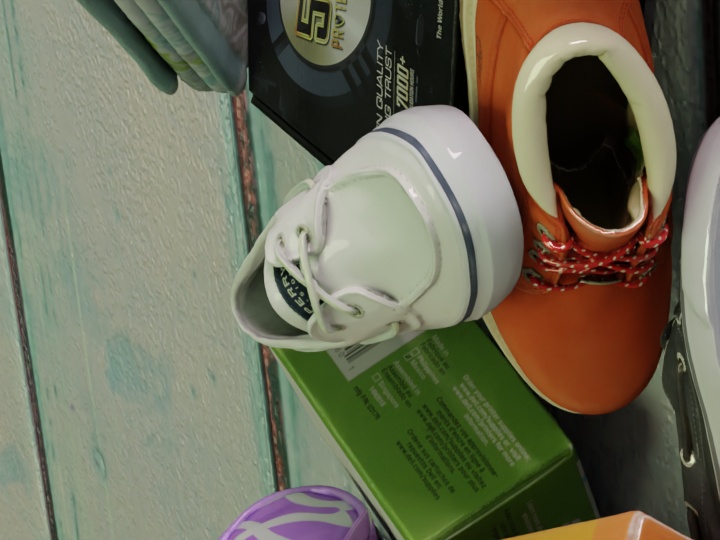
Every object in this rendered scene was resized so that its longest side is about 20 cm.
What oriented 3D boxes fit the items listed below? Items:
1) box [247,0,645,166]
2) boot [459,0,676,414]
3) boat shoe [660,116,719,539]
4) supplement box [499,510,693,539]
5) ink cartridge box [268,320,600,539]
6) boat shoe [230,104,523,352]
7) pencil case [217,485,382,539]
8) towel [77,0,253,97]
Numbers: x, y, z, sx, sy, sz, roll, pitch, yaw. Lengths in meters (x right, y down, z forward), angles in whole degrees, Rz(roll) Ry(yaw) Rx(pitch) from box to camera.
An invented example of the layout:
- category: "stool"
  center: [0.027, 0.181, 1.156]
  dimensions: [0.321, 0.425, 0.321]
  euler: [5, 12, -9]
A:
- category: "box"
  center: [0.029, -0.130, 0.832]
  dimensions: [0.164, 0.086, 0.200]
  euler: [43, 139, 49]
- category: "boot"
  center: [0.073, -0.016, 0.739]
  dimensions: [0.107, 0.075, 0.200]
  euler: [-102, 1, -56]
- category: "boat shoe"
  center: [0.132, 0.037, 0.746]
  dimensions: [0.066, 0.070, 0.200]
  euler: [19, 128, 58]
- category: "supplement box"
  center: [0.056, 0.138, 0.780]
  dimensions: [0.200, 0.069, 0.067]
  euler: [-21, 45, 56]
- category: "ink cartridge box"
  center: [0.043, 0.094, 0.947]
  dimensions: [0.148, 0.076, 0.200]
  euler: [53, 174, 37]
- category: "boat shoe"
  center: [0.000, 0.000, 0.773]
  dimensions: [0.074, 0.067, 0.200]
  euler: [61, 164, 6]
- category: "pencil case"
  center: [0.009, 0.183, 0.951]
  dimensions: [0.085, 0.084, 0.200]
  euler: [-2, 132, 42]
- category: "towel"
  center: [-0.069, -0.177, 0.866]
  dimensions: [0.200, 0.048, 0.172]
  euler: [53, -131, -68]
